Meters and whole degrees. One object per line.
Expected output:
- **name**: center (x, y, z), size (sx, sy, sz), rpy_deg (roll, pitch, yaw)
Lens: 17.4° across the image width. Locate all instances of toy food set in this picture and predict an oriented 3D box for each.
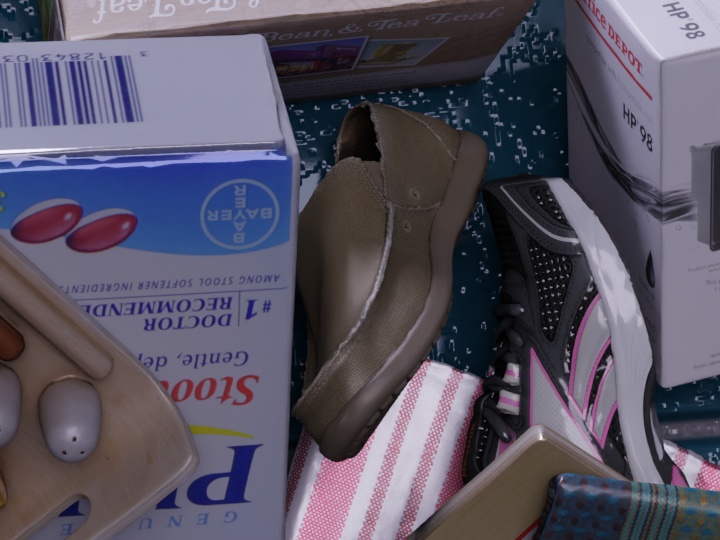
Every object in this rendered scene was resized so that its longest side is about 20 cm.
- **toy food set**: center (-0.173, 0.049, 0.828), size (0.143, 0.061, 0.200), rpy_deg (-37, 121, 13)

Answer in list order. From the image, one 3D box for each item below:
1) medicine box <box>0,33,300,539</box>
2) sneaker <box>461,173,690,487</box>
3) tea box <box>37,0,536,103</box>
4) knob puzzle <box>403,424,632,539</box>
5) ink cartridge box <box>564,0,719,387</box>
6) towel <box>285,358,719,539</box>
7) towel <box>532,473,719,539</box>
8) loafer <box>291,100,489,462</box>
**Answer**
- **medicine box**: center (-0.121, 0.019, 0.918), size (0.180, 0.103, 0.201), rpy_deg (-3, 122, -10)
- **sneaker**: center (0.079, 0.058, 0.976), size (0.086, 0.080, 0.202), rpy_deg (-16, 84, -8)
- **tea box**: center (-0.045, -0.180, 1.005), size (0.198, 0.134, 0.199), rpy_deg (-6, 79, -10)
- **knob puzzle**: center (0.069, 0.162, 0.957), size (0.218, 0.221, 0.031), rpy_deg (4, 35, -9)
- **ink cartridge box**: center (0.132, -0.069, 0.969), size (0.066, 0.116, 0.201), rpy_deg (-13, 125, -10)
- **towel**: center (0.059, 0.126, 1.018), size (0.199, 0.030, 0.147), rpy_deg (20, 79, -4)
- **towel**: center (0.153, 0.145, 0.922), size (0.198, 0.148, 0.022), rpy_deg (9, 34, -10)
- **loafer**: center (0.000, 0.000, 0.972), size (0.067, 0.076, 0.201), rpy_deg (28, 36, -7)
